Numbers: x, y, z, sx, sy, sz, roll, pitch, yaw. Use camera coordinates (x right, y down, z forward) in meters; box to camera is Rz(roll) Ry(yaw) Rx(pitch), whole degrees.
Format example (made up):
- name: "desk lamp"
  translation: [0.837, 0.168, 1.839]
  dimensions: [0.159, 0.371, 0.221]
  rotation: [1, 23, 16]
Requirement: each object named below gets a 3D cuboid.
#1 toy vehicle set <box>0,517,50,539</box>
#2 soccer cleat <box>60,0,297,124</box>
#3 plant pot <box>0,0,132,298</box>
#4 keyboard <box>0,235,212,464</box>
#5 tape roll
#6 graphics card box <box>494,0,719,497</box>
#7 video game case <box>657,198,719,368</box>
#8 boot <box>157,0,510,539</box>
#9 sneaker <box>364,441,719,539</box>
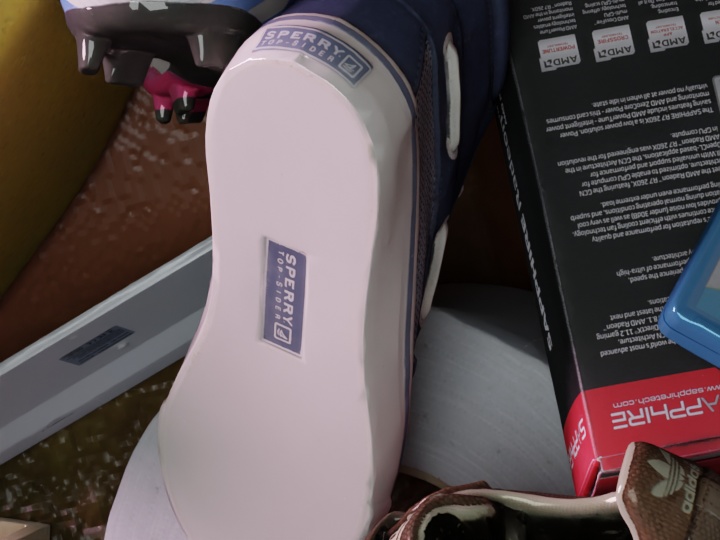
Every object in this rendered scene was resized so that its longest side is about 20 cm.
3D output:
- name: "toy vehicle set"
  translation: [-0.216, 0.093, 0.900]
  dimensions: [0.200, 0.124, 0.027]
  rotation: [6, 98, 15]
- name: "soccer cleat"
  translation: [-0.037, -0.089, 0.797]
  dimensions: [0.070, 0.200, 0.087]
  rotation: [2, 87, 7]
- name: "plant pot"
  translation: [-0.168, -0.085, 0.840]
  dimensions: [0.194, 0.195, 0.200]
  rotation: [44, 95, 8]
- name: "keyboard"
  translation: [-0.080, 0.024, 0.890]
  dimensions: [0.200, 0.056, 0.011]
  rotation: [-31, 63, 17]
- name: "tape roll"
  translation: [0.021, 0.105, 0.843]
  dimensions: [0.200, 0.066, 0.201]
  rotation: [3, 96, 29]
- name: "graphics card box"
  translation: [0.102, -0.042, 0.781]
  dimensions: [0.125, 0.051, 0.200]
  rotation: [-10, 72, -5]
- name: "video game case"
  translation: [0.183, -0.032, 0.747]
  dimensions: [0.143, 0.018, 0.200]
  rotation: [29, 67, 2]
- name: "boot"
  translation: [0.000, 0.000, 0.775]
  dimensions: [0.073, 0.090, 0.200]
  rotation: [27, 135, 16]
- name: "sneaker"
  translation: [0.021, 0.089, 0.746]
  dimensions: [0.200, 0.071, 0.076]
  rotation: [-21, 124, 31]
